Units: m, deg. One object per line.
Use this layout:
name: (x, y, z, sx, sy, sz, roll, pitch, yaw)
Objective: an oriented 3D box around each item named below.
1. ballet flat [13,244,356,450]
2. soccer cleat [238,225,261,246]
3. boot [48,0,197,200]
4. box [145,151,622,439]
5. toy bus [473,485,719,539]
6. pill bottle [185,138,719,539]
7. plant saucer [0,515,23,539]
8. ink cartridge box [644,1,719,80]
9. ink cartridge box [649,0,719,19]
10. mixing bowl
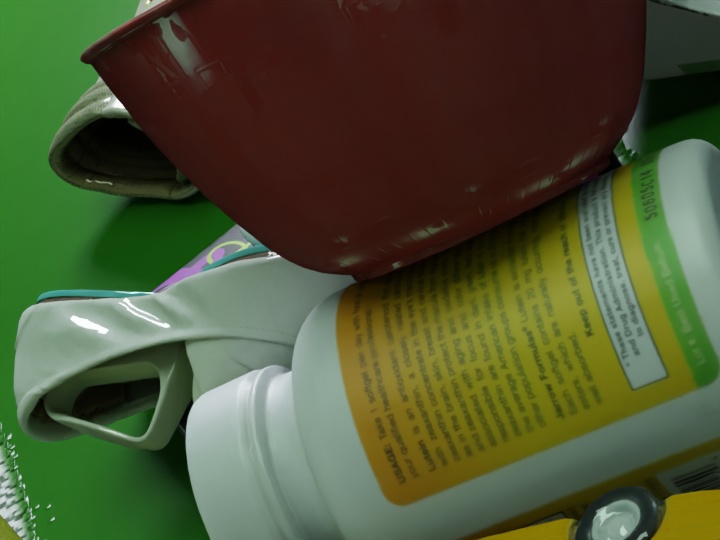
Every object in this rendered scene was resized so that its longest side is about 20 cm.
ballet flat: (-0.059, 0.035, 0.947, 0.199, 0.070, 0.070, -10, 39, 42)
soccer cleat: (-0.022, -0.087, 1.042, 0.068, 0.085, 0.201, -16, 34, 29)
boot: (-0.050, -0.109, 1.179, 0.199, 0.072, 0.155, -12, 37, 41)
box: (0.000, 0.000, 1.019, 0.199, 0.036, 0.143, -37, 31, -6)
toy bus: (0.055, 0.124, 0.772, 0.199, 0.065, 0.079, -16, 37, 27)
pill bottle: (0.046, 0.044, 0.842, 0.199, 0.111, 0.111, -23, 33, 18)
plant saucer: (-0.171, 0.160, 0.841, 0.199, 0.048, 0.200, -32, 51, -24)
ink cartridge box: (0.135, -0.171, 1.045, 0.144, 0.088, 0.201, -8, 40, 15)
ink cartridge box: (0.208, -0.127, 0.905, 0.172, 0.044, 0.201, 15, 51, 15)
mixing bowl: (0.019, -0.065, 0.833, 0.199, 0.109, 0.200, -25, 3, 1)
